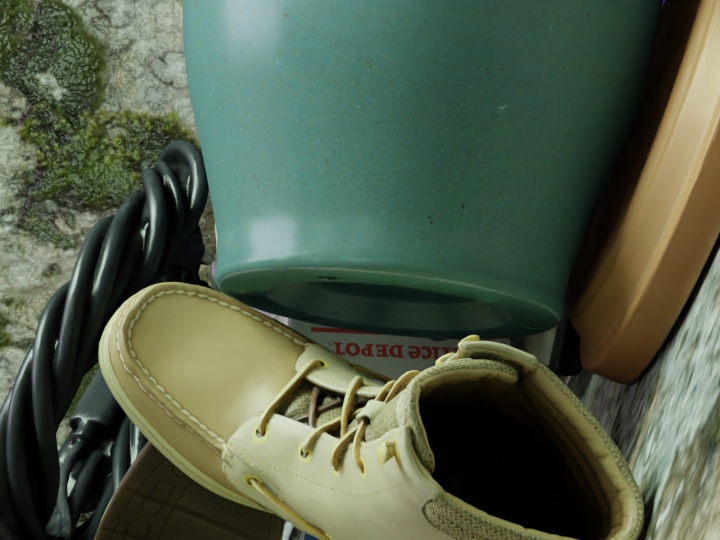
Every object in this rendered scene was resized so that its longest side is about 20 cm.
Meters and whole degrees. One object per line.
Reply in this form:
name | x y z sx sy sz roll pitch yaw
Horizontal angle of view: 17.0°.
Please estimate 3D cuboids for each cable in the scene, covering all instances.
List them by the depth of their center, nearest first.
cable | -0.098 0.041 0.980 0.200 0.051 0.163 -58 -13 -54

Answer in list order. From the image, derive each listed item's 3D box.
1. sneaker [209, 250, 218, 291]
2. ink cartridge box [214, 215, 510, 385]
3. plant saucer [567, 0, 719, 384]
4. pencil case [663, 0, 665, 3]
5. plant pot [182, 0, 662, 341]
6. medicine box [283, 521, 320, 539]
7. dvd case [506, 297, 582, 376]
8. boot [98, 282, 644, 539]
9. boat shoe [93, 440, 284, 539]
sneaker | 0.017 -0.006 1.354 0.090 0.200 0.067 147 121 -67
ink cartridge box | 0.000 0.000 1.063 0.067 0.117 0.200 -24 66 56
plant saucer | 0.122 -0.055 0.933 0.200 0.032 0.201 -161 90 -88
pencil case | 0.093 -0.088 1.195 0.200 0.092 0.085 111 179 -57
plant pot | 0.020 -0.075 0.929 0.200 0.200 0.188 119 158 -79
medicine box | -0.008 0.195 1.003 0.200 0.103 0.182 118 172 -75
dvd case | 0.072 -0.067 1.084 0.143 0.018 0.200 26 108 57
boot | 0.000 0.054 0.853 0.073 0.200 0.155 -51 -4 -20
boat shoe | -0.078 0.136 0.975 0.065 0.071 0.200 -78 7 -73
